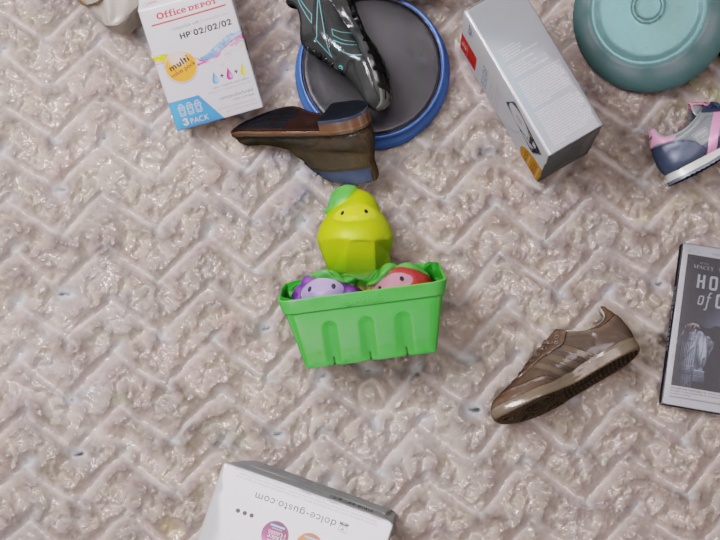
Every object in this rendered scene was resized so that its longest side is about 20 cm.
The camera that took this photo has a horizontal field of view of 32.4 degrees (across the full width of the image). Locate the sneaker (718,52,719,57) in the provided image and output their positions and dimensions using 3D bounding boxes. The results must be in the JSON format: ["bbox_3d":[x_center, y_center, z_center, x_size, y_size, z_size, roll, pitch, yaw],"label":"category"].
[{"bbox_3d":[0.496,-0.283,1.550,0.200,0.077,0.084,42,101,11],"label":"sneaker"}]

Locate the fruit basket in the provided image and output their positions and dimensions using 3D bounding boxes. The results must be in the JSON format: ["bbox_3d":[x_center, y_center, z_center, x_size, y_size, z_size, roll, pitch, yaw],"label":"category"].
[{"bbox_3d":[0.000,0.000,1.492,0.213,0.156,0.218,0,100,0],"label":"fruit basket"}]

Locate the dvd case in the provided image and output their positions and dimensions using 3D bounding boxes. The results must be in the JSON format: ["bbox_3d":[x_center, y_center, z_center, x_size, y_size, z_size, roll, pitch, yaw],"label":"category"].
[{"bbox_3d":[0.453,0.077,1.518,0.149,0.025,0.202,9,83,3],"label":"dvd case"}]

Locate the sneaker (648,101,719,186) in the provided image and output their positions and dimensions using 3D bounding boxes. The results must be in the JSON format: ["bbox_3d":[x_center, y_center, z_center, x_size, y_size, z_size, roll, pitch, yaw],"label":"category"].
[{"bbox_3d":[0.449,-0.186,1.527,0.199,0.070,0.083,-30,84,0],"label":"sneaker"}]

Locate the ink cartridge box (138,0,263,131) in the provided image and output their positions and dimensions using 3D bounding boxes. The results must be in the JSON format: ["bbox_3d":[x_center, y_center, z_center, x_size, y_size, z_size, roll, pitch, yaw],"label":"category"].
[{"bbox_3d":[-0.201,-0.287,1.516,0.114,0.068,0.202,-16,118,-1],"label":"ink cartridge box"}]

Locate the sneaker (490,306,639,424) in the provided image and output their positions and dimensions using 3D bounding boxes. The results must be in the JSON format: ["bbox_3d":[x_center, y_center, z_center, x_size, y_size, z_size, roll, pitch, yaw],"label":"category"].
[{"bbox_3d":[0.238,0.116,1.508,0.198,0.071,0.076,-26,63,-5],"label":"sneaker"}]

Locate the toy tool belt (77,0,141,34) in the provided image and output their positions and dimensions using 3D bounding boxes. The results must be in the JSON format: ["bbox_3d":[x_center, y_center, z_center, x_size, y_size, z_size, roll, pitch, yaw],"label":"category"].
[{"bbox_3d":[-0.288,-0.406,1.561,0.123,0.125,0.200,41,85,-2],"label":"toy tool belt"}]

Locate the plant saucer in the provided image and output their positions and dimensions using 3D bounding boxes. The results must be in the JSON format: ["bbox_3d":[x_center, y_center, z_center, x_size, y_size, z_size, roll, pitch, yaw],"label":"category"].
[{"bbox_3d":[0.359,-0.325,1.538,0.198,0.036,0.203,0,89,20],"label":"plant saucer"}]

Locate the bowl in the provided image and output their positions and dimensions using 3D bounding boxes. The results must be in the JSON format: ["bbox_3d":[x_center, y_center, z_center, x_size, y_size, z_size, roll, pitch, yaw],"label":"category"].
[{"bbox_3d":[0.015,-0.255,1.570,0.198,0.039,0.203,0,82,2],"label":"bowl"}]

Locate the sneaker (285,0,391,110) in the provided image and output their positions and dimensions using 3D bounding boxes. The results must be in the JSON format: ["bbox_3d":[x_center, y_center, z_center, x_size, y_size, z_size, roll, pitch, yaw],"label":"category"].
[{"bbox_3d":[-0.025,-0.278,1.528,0.079,0.075,0.202,-28,75,12],"label":"sneaker"}]

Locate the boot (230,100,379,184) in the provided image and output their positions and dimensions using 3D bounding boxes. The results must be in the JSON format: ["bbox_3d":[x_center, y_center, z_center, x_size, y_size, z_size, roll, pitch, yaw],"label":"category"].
[{"bbox_3d":[-0.068,-0.149,1.538,0.198,0.075,0.098,-1,122,32],"label":"boot"}]

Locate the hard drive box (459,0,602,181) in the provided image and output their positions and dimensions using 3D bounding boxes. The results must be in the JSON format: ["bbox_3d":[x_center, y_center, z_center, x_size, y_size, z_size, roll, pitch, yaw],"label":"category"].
[{"bbox_3d":[0.203,-0.225,1.502,0.076,0.156,0.201,-29,81,-1],"label":"hard drive box"}]

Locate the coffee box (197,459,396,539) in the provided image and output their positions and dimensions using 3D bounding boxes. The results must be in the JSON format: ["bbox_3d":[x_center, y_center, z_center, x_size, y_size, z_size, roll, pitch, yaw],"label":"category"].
[{"bbox_3d":[-0.081,0.342,1.410,0.198,0.200,0.200,19,84,5],"label":"coffee box"}]
